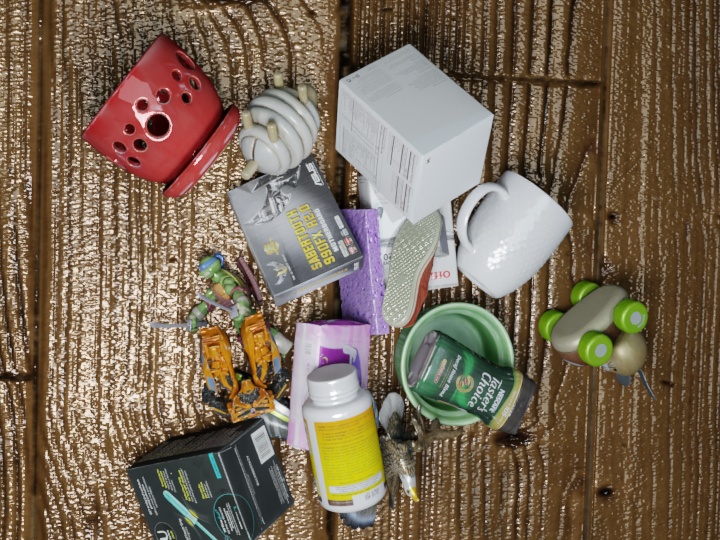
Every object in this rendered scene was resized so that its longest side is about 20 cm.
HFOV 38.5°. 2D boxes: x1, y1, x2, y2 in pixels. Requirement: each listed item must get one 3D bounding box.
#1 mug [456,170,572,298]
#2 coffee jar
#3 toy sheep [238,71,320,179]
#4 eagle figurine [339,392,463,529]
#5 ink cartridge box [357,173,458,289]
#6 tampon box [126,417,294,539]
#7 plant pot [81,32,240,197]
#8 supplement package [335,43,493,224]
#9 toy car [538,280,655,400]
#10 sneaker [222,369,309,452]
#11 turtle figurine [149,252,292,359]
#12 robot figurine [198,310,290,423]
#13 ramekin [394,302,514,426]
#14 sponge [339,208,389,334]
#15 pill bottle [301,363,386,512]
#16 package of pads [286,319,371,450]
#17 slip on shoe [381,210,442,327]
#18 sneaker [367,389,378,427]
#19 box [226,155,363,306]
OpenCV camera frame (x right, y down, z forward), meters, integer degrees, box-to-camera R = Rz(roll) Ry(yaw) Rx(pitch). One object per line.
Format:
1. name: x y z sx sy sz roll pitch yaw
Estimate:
1. mug: 0.230 -0.063 1.705 0.176 0.147 0.200 -52 131 -2
2. coffee jar: 0.180 0.181 1.648 0.197 0.085 0.106 25 88 -13
3. toy sheep: -0.132 -0.222 1.631 0.138 0.137 0.201 45 64 -11
4. eagle figurine: 0.051 0.314 1.663 0.150 0.153 0.200 31 127 -23
5. ink cartridge box: 0.078 -0.066 1.716 0.142 0.085 0.205 -7 96 -12
6. tampon box: -0.232 0.335 1.598 0.197 0.126 0.153 -16 98 32
7. plant pot: -0.296 -0.224 1.568 0.182 0.200 0.201 41 84 -14
8. supplement package: 0.079 -0.215 1.613 0.150 0.152 0.200 -31 60 -26
9. toy car: 0.431 0.141 1.775 0.157 0.164 0.201 -39 112 -8
10. sneaker: -0.146 0.248 1.697 0.199 0.074 0.081 37 95 -6
11. turtle figurine: -0.214 0.088 1.630 0.143 0.201 0.194 -35 107 23
12. robot figurine: -0.180 0.157 1.574 0.142 0.059 0.203 -16 133 -9
13. ramekin: 0.150 0.152 1.735 0.196 0.098 0.205 -1 93 -12
14. sponge: 0.000 0.000 1.686 0.029 0.111 0.205 -7 94 -29
15. pill bottle: -0.027 0.248 1.543 0.107 0.109 0.204 -12 103 -11
16. package of pads: -0.050 0.180 1.634 0.119 0.075 0.205 2 93 -42
17. slip on shoe: 0.085 -0.003 1.651 0.073 0.061 0.204 10 78 27
18. sneaker: -0.012 0.292 1.715 0.070 0.072 0.205 8 92 9
19. box: -0.105 -0.065 1.649 0.156 0.049 0.203 -22 69 -10
